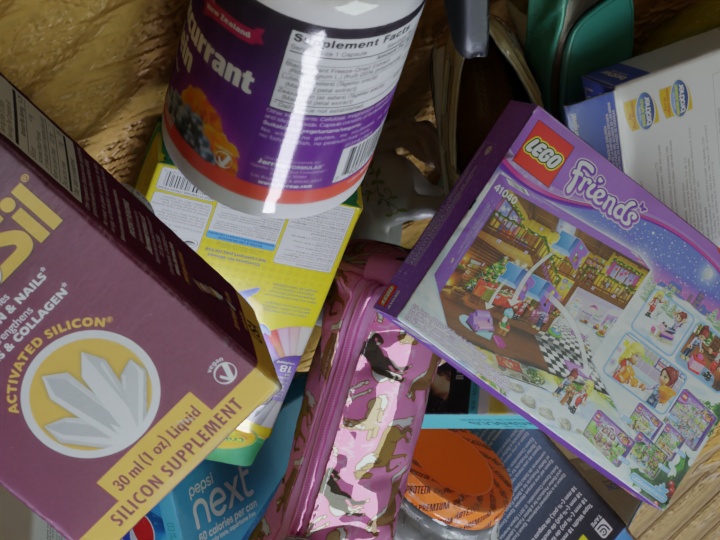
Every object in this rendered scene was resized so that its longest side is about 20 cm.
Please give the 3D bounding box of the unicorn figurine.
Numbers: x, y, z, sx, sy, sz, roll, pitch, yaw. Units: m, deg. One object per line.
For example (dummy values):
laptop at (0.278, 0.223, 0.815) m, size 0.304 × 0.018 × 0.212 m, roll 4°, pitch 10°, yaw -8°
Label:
unicorn figurine at (0.000, 0.000, 1.465) m, size 0.200 × 0.137 × 0.074 m, roll -60°, pitch 172°, yaw -5°

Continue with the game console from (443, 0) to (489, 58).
game console at (0.091, -0.228, 1.183) m, size 0.116 × 0.176 × 0.200 m, roll -5°, pitch 127°, yaw -3°

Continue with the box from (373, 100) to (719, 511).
box at (0.123, 0.020, 1.356) m, size 0.200 × 0.039 × 0.137 m, roll 36°, pitch 84°, yaw -22°

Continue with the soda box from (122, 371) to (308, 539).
soda box at (-0.076, 0.122, 1.505) m, size 0.064 × 0.068 × 0.200 m, roll -5°, pitch -166°, yaw 34°

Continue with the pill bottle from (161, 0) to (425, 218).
pill bottle at (-0.027, -0.131, 1.227) m, size 0.111 × 0.111 × 0.200 m, roll -20°, pitch 146°, yaw -34°

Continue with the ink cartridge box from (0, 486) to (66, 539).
ink cartridge box at (-0.186, 0.196, 1.455) m, size 0.083 × 0.145 × 0.200 m, roll -8°, pitch 157°, yaw 16°

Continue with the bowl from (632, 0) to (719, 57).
bowl at (0.259, -0.112, 1.592) m, size 0.200 × 0.200 × 0.108 m, roll 107°, pitch -2°, yaw -46°

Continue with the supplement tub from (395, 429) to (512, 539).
supplement tub at (0.017, 0.204, 1.759) m, size 0.122 × 0.123 × 0.200 m, roll -4°, pitch 137°, yaw -48°

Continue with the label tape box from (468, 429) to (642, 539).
label tape box at (0.128, 0.188, 1.789) m, size 0.063 × 0.200 × 0.144 m, roll -2°, pitch 134°, yaw -52°

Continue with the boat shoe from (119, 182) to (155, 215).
boat shoe at (-0.192, 0.017, 1.282) m, size 0.200 × 0.074 × 0.067 m, roll -24°, pitch -169°, yaw 1°

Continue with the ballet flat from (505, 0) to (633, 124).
ballet flat at (0.115, -0.162, 1.393) m, size 0.067 × 0.070 × 0.200 m, roll -31°, pitch 140°, yaw -30°

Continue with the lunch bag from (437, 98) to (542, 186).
lunch bag at (0.143, -0.045, 1.532) m, size 0.199 × 0.077 × 0.161 m, roll 8°, pitch 138°, yaw -14°

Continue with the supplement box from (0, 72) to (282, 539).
supplement box at (-0.154, 0.018, 1.192) m, size 0.131 × 0.103 × 0.200 m, roll -44°, pitch 113°, yaw 9°

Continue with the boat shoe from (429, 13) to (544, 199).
boat shoe at (0.078, -0.045, 1.394) m, size 0.075 × 0.201 × 0.068 m, roll -16°, pitch 175°, yaw 0°

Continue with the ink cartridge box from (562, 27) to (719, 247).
ink cartridge box at (0.195, -0.072, 1.425) m, size 0.200 × 0.042 × 0.120 m, roll -21°, pitch 116°, yaw -26°

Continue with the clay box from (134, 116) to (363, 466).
clay box at (-0.084, 0.017, 1.375) m, size 0.115 × 0.048 × 0.200 m, roll 13°, pitch 128°, yaw -14°

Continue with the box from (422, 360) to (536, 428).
box at (0.095, 0.050, 1.485) m, size 0.049 × 0.200 × 0.083 m, roll 19°, pitch 73°, yaw -49°

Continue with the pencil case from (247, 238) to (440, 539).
pencil case at (-0.001, 0.080, 1.403) m, size 0.083 × 0.087 × 0.201 m, roll 12°, pitch 106°, yaw -18°
